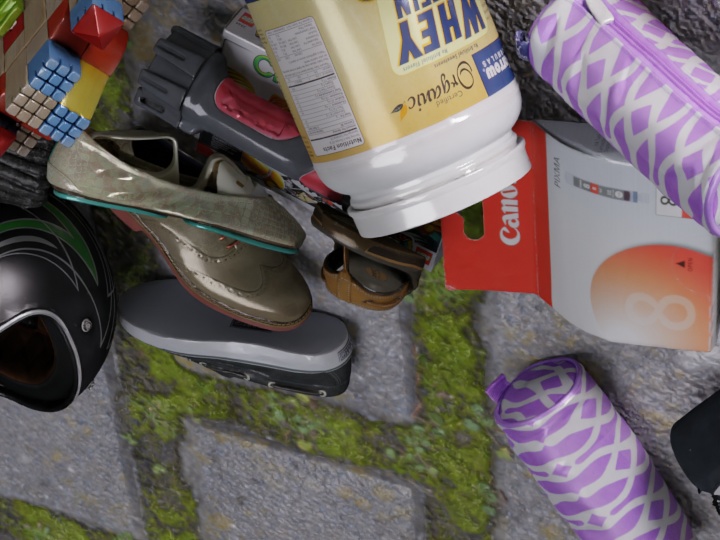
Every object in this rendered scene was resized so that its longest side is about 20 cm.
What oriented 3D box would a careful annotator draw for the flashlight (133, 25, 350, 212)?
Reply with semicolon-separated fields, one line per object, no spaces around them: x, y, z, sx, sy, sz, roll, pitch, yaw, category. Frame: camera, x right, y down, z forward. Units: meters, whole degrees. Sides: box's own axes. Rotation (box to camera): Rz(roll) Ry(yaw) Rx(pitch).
-0.056;-0.104;1.669;0.200;0.068;0.068;31;142;11;flashlight

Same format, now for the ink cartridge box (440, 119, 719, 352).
0.147;-0.026;1.642;0.199;0.050;0.163;4;131;11;ink cartridge box

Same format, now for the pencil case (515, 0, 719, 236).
0.187;-0.107;1.477;0.200;0.084;0.086;46;152;35;pencil case

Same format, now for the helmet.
-0.289;0.017;1.882;0.200;0.190;0.201;23;116;59;helmet

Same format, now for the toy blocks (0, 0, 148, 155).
-0.212;-0.146;1.669;0.100;0.137;0.200;30;116;-27;toy blocks

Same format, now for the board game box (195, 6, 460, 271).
-0.016;-0.093;1.721;0.200;0.035;0.126;27;137;9;board game box

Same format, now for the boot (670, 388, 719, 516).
0.329;0.134;1.675;0.200;0.076;0.168;40;135;5;boot

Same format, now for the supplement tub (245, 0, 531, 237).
0.018;-0.136;1.546;0.144;0.144;0.201;-14;103;40;supplement tub

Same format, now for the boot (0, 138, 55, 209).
-0.308;-0.150;1.814;0.157;0.212;0.079;-1;175;-9;boot

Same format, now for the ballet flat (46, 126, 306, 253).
-0.126;-0.063;1.733;0.199;0.067;0.063;14;100;-18;ballet flat

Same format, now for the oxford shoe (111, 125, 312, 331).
-0.114;-0.030;1.806;0.200;0.071;0.075;37;151;-3;oxford shoe

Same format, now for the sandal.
0.000;0.000;1.693;0.082;0.055;0.200;27;173;6;sandal

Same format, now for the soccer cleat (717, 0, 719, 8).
0.244;-0.208;1.430;0.069;0.085;0.200;34;165;-25;soccer cleat

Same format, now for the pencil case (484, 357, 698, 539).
0.177;0.158;1.799;0.085;0.084;0.200;8;135;59;pencil case

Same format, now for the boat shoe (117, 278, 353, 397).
-0.100;0.058;1.891;0.199;0.069;0.057;12;134;21;boat shoe
